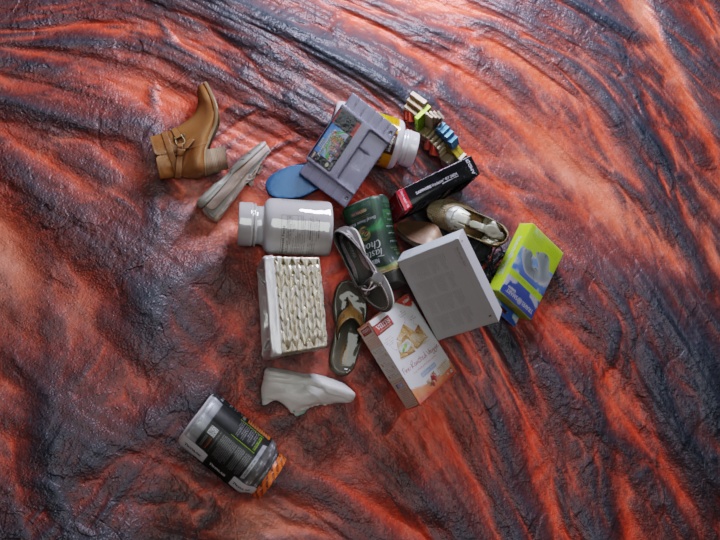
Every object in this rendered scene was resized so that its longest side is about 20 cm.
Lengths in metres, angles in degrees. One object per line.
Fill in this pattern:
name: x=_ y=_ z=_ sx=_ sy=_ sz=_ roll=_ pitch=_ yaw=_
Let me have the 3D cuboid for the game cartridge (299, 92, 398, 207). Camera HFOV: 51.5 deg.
game cartridge: x=-0.027 y=-0.253 z=1.569 sx=0.128 sy=0.038 sz=0.202 roll=34 pitch=94 yaw=-14

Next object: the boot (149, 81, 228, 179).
boot: x=-0.371 y=-0.294 z=1.588 sx=0.151 sy=0.077 sz=0.206 roll=-10 pitch=90 yaw=-9

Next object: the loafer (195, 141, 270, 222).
loafer: x=-0.262 y=-0.189 z=1.595 sx=0.200 sy=0.072 sz=0.063 roll=-44 pitch=107 yaw=-8

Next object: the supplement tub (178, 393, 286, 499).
supplement tub: x=-0.251 y=0.351 z=1.475 sx=0.199 sy=0.123 sz=0.123 roll=39 pitch=76 yaw=-2

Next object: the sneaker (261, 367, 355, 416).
sneaker: x=-0.111 y=0.263 z=1.552 sx=0.195 sy=0.075 sz=0.091 roll=12 pitch=91 yaw=-3

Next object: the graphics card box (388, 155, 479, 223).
graphics card box: x=0.154 y=-0.175 z=1.638 sx=0.196 sy=0.125 sz=0.052 roll=-26 pitch=85 yaw=-13

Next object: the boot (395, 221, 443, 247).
boot: x=0.170 y=-0.020 z=1.622 sx=0.197 sy=0.149 sz=0.070 roll=21 pitch=51 yaw=35

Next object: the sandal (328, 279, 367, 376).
sandal: x=-0.028 y=0.122 z=1.590 sx=0.080 sy=0.055 sz=0.205 roll=12 pitch=79 yaw=-9

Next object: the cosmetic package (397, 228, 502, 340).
cosmetic package: x=0.187 y=0.033 z=1.555 sx=0.203 sy=0.148 sz=0.052 roll=61 pitch=33 yaw=-16

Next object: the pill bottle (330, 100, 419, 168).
pill bottle: x=0.027 y=-0.292 z=1.639 sx=0.195 sy=0.109 sz=0.112 roll=15 pitch=78 yaw=-8

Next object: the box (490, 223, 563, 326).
box: x=0.366 y=0.011 z=1.673 sx=0.121 sy=0.047 sz=0.203 roll=36 pitch=74 yaw=-26

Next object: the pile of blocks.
pile of blocks: x=0.162 y=-0.306 z=1.683 sx=0.062 sy=0.082 sz=0.200 roll=-43 pitch=91 yaw=-14

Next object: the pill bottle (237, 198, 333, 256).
pill bottle: x=-0.159 y=-0.092 z=1.568 sx=0.194 sy=0.114 sz=0.118 roll=3 pitch=80 yaw=-10

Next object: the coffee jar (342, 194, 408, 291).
coffee jar: x=0.036 y=-0.052 z=1.606 sx=0.102 sy=0.085 sz=0.205 roll=-20 pitch=84 yaw=23

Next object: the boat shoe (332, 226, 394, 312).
boat shoe: x=0.000 y=0.000 z=1.548 sx=0.066 sy=0.057 sz=0.203 roll=-35 pitch=76 yaw=27

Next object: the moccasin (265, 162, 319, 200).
moccasin: x=-0.111 y=-0.195 z=1.620 sx=0.195 sy=0.068 sz=0.083 roll=-14 pitch=92 yaw=-13

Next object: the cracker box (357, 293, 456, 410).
cracker box: x=0.100 y=0.171 z=1.583 sx=0.133 sy=0.057 sz=0.202 roll=-32 pitch=88 yaw=-38

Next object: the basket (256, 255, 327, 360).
basket: x=-0.143 y=0.077 z=1.537 sx=0.120 sy=0.135 sz=0.206 roll=-3 pitch=81 yaw=-15

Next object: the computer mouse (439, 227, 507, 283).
computer mouse: x=0.237 y=-0.057 z=1.678 sx=0.138 sy=0.053 sz=0.201 roll=-40 pitch=100 yaw=-12

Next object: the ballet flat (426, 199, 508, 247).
ballet flat: x=0.239 y=-0.105 z=1.616 sx=0.195 sy=0.065 sz=0.072 roll=17 pitch=91 yaw=-15
